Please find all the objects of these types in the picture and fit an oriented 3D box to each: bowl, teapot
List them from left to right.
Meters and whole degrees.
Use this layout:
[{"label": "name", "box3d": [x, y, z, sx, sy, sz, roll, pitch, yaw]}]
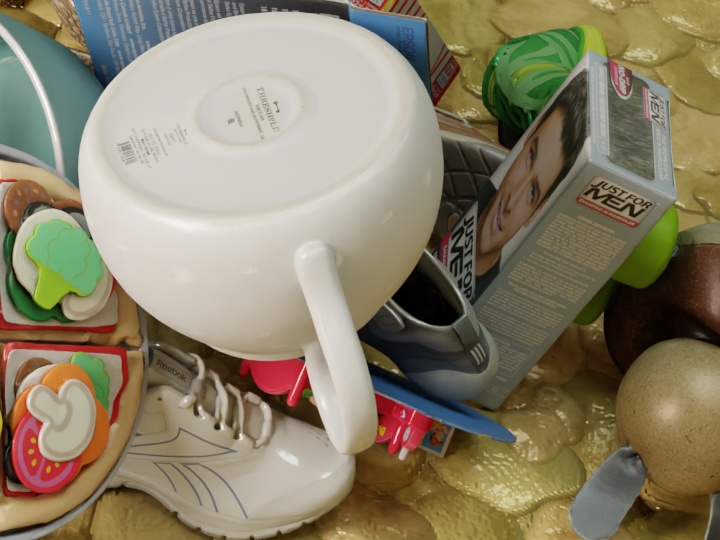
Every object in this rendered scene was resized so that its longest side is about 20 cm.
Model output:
[{"label": "bowl", "box3d": [-0.211, -0.060, 1.171, 0.201, 0.202, 0.105, 41, 27, 20]}, {"label": "teapot", "box3d": [-0.043, -0.023, 1.059, 0.196, 0.147, 0.200, 13, 46, 24]}]

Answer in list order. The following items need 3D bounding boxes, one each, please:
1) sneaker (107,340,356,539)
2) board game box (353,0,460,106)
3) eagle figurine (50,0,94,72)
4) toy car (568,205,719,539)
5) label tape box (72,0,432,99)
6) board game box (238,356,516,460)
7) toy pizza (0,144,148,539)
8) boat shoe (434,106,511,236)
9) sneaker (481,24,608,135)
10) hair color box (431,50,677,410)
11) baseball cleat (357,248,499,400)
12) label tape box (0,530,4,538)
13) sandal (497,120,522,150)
[{"label": "sneaker", "box3d": [-0.095, 0.086, 1.125, 0.198, 0.087, 0.075, 13, 42, -10]}, {"label": "board game box", "box3d": [-0.040, -0.189, 1.373, 0.199, 0.151, 0.046, 34, 86, 21]}, {"label": "eagle figurine", "box3d": [-0.144, -0.131, 1.320, 0.198, 0.152, 0.152, -1, -6, 18]}, {"label": "toy car", "box3d": [0.191, 0.082, 1.236, 0.163, 0.158, 0.202, 20, 68, -12]}, {"label": "label tape box", "box3d": [-0.051, -0.131, 1.154, 0.198, 0.145, 0.064, 9, 59, 10]}, {"label": "board game box", "box3d": [-0.011, 0.072, 1.169, 0.199, 0.039, 0.158, 23, 2, 3]}, {"label": "toy pizza", "box3d": [-0.180, 0.034, 1.016, 0.199, 0.032, 0.202, 10, 75, -41]}, {"label": "boat shoe", "box3d": [0.057, -0.071, 1.345, 0.199, 0.076, 0.072, 25, 34, 15]}, {"label": "sneaker", "box3d": [0.119, -0.103, 1.341, 0.083, 0.075, 0.200, 0, 22, 6]}, {"label": "hair color box", "box3d": [0.106, -0.021, 1.223, 0.060, 0.200, 0.099, 23, 41, -17]}, {"label": "baseball cleat", "box3d": [0.000, 0.000, 1.199, 0.199, 0.107, 0.070, 26, 61, 37]}, {"label": "label tape box", "box3d": [-0.275, 0.175, 0.980, 0.142, 0.066, 0.200, 25, 41, 3]}, {"label": "sandal", "box3d": [0.126, -0.061, 1.402, 0.075, 0.043, 0.201, 10, 53, -2]}]
